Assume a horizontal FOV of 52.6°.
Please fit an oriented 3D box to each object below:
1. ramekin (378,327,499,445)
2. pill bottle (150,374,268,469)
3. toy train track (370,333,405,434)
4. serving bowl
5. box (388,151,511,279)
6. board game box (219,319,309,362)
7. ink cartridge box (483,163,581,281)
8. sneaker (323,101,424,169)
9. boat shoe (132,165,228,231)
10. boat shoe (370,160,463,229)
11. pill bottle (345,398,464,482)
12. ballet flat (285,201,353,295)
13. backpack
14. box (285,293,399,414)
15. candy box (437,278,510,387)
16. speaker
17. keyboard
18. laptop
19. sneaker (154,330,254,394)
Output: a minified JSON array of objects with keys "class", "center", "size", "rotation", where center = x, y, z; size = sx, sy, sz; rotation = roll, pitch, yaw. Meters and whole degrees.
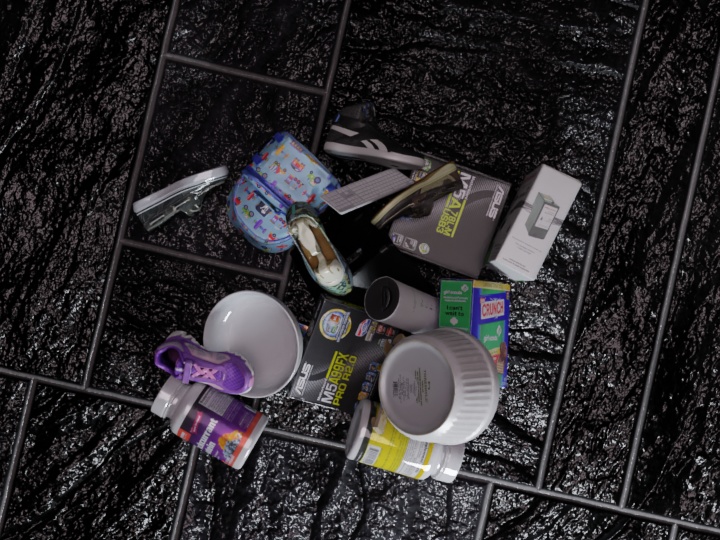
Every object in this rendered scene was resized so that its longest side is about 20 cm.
[{"class":"ramekin","center":[0.123,0.196,1.230],"size":[0.200,0.105,0.200],"rotation":[-5,83,40]},{"class":"pill bottle","center":[-0.285,0.276,1.366],"size":[0.200,0.111,0.112],"rotation":[30,89,0]},{"class":"toy train track","center":[0.046,0.202,1.316],"size":[0.033,0.115,0.200],"rotation":[-9,44,30]},{"class":"serving bowl","center":[-0.192,0.133,1.361],"size":[0.200,0.066,0.200],"rotation":[2,96,20]},{"class":"box","center":[0.169,-0.106,1.414],"size":[0.193,0.048,0.200],"rotation":[21,89,3]},{"class":"board game box","center":[-0.182,0.134,1.417],"size":[0.200,0.019,0.103],"rotation":[19,91,-1]},{"class":"ink cartridge box","center":[0.318,-0.086,1.369],"size":[0.084,0.146,0.200],"rotation":[27,88,0]},{"class":"sneaker","center":[0.034,-0.263,1.386],"size":[0.200,0.073,0.112],"rotation":[13,87,13]},{"class":"boat shoe","center":[-0.335,-0.138,1.400],"size":[0.200,0.072,0.071],"rotation":[-24,99,8]},{"class":"boat shoe","center":[0.110,-0.129,1.344],"size":[0.200,0.073,0.065],"rotation":[-36,91,-14]},{"class":"pill bottle","center":[0.082,0.316,1.338],"size":[0.200,0.114,0.114],"rotation":[18,89,-6]},{"class":"ballet flat","center":[-0.076,-0.027,1.294],"size":[0.074,0.074,0.200],"rotation":[-33,110,-2]},{"class":"backpack","center":[-0.155,-0.138,1.365],"size":[0.200,0.135,0.183],"rotation":[-43,91,-1]},{"class":"box","center":[-0.032,0.162,1.372],"size":[0.160,0.044,0.200],"rotation":[19,97,-19]},{"class":"candy box","center":[0.210,0.118,1.345],"size":[0.077,0.169,0.200],"rotation":[0,87,34]},{"class":"speaker","center":[0.097,0.074,1.334],"size":[0.081,0.200,0.081],"rotation":[-14,66,36]},{"class":"keyboard","center":[0.015,-0.149,1.338],"size":[0.200,0.011,0.056],"rotation":[-26,61,-40]},{"class":"laptop","center":[0.000,0.000,1.405],"size":[0.187,0.116,0.200],"rotation":[-37,62,13]},{"class":"sneaker","center":[-0.291,0.176,1.322],"size":[0.200,0.088,0.081],"rotation":[20,101,16]}]
